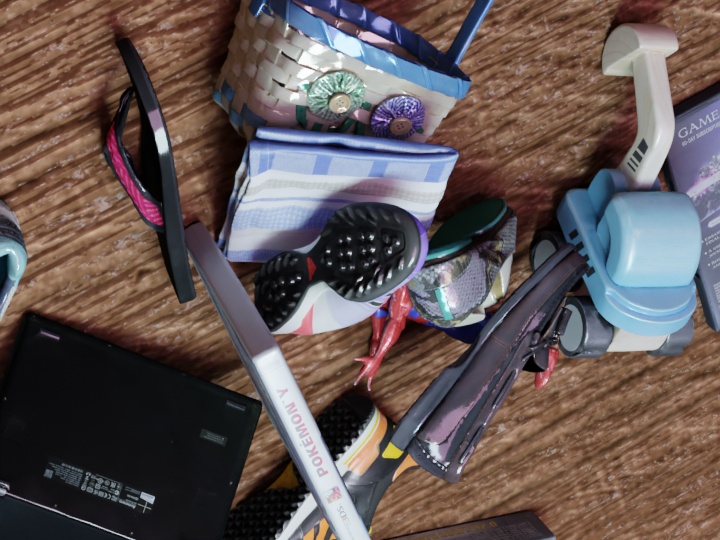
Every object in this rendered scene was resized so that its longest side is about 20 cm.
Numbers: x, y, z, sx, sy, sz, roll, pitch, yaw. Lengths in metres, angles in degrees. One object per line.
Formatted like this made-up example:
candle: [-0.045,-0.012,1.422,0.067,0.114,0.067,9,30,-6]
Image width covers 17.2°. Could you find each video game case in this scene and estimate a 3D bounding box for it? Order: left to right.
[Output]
video game case: [-0.061,0.081,1.668,0.023,0.200,0.183,-28,122,-6]
video game case: [0.316,-0.066,1.897,0.142,0.019,0.201,-28,121,-13]

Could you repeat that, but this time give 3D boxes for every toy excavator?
toy excavator: [0.210,-0.057,1.789,0.099,0.195,0.200,1,140,-26]

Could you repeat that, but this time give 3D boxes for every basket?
basket: [0.003,-0.169,1.622,0.176,0.139,0.201,15,103,-30]

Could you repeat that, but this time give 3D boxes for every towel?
towel: [-0.019,-0.044,1.642,0.146,0.200,0.024,5,68,-8]

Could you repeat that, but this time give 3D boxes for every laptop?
laptop: [-0.199,0.163,1.721,0.186,0.116,0.201,22,73,-16]

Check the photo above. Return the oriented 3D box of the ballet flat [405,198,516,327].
ballet flat: [0.076,0.001,1.715,0.072,0.200,0.073,3,104,14]

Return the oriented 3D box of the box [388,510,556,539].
box: [0.057,0.289,1.911,0.199,0.048,0.159,-10,115,-23]

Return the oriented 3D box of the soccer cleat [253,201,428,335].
soccer cleat: [0.000,0.000,1.642,0.073,0.200,0.069,3,73,-31]

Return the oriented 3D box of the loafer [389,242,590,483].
loafer: [0.107,0.070,1.743,0.063,0.072,0.200,42,80,7]

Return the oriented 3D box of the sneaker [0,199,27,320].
sneaker: [-0.294,0.043,1.604,0.077,0.086,0.201,28,98,-32]

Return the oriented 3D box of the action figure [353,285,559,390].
action figure: [0.049,0.058,1.791,0.200,0.065,0.099,30,88,-33]

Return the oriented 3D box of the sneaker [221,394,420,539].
sneaker: [-0.034,0.194,1.809,0.200,0.070,0.090,-49,121,-1]

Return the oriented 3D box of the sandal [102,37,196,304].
sandal: [-0.151,-0.062,1.639,0.045,0.075,0.201,-13,120,-8]
